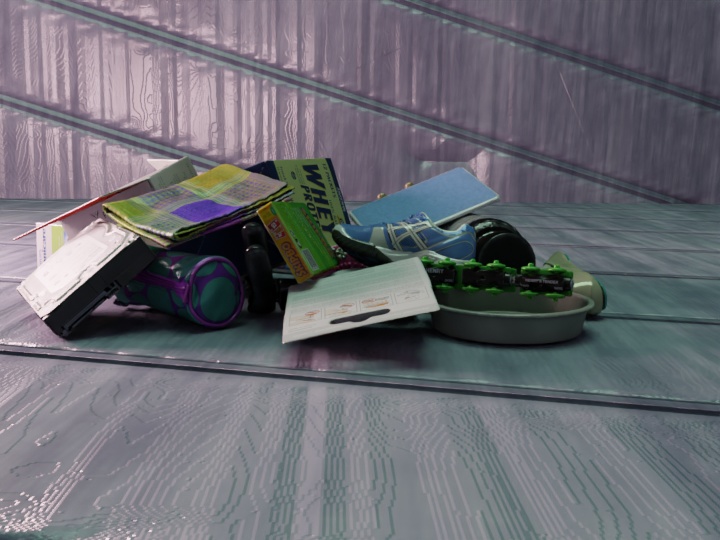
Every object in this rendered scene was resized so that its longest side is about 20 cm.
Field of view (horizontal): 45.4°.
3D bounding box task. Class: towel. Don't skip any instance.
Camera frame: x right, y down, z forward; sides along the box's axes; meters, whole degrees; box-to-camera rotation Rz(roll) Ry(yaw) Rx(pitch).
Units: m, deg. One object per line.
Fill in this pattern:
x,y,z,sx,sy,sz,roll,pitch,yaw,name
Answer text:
-0.194,-0.085,1.048,0.143,0.023,0.199,23,35,37,towel

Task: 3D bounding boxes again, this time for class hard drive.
-0.330,0.002,1.017,0.140,0.038,0.199,-44,28,-15,hard drive

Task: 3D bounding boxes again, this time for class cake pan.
0.170,0.049,1.001,0.198,0.037,0.200,1,8,0,cake pan

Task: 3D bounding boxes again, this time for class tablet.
0.093,-0.094,1.275,0.198,0.014,0.130,-22,34,-12,tablet

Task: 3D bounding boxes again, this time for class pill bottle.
0.169,-0.021,1.221,0.111,0.113,0.200,-1,9,-13,pill bottle

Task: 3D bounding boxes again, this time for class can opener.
-0.116,-0.004,1.021,0.078,0.064,0.200,-18,-25,-5,can opener

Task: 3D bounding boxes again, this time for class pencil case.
-0.229,0.015,1.045,0.199,0.086,0.092,9,-1,44,pencil case

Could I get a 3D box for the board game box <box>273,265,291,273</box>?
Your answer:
-0.071,-0.019,1.453,0.198,0.035,0.134,5,9,27,board game box

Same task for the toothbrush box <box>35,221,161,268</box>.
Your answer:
-0.393,-0.034,1.363,0.198,0.087,0.145,5,9,35,toothbrush box

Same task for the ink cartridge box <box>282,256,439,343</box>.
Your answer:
0.001,0.045,0.915,0.158,0.048,0.200,-12,16,1,ink cartridge box

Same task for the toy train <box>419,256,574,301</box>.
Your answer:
0.154,0.009,1.012,0.198,0.042,0.056,4,-1,25,toy train

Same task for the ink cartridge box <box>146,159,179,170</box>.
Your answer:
-0.280,-0.092,1.423,0.116,0.068,0.200,9,-32,47,ink cartridge box

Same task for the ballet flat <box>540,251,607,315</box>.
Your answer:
0.266,0.018,1.148,0.069,0.070,0.200,0,8,-3,ballet flat

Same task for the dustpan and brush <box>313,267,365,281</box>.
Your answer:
0.016,0.027,1.128,0.138,0.058,0.200,4,16,13,dustpan and brush

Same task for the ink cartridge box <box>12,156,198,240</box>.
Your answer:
-0.342,-0.081,1.165,0.199,0.045,0.176,-17,15,35,ink cartridge box

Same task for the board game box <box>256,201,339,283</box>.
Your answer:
-0.071,-0.038,1.059,0.030,0.096,0.200,-30,0,11,board game box

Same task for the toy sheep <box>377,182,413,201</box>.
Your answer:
0.075,-0.061,1.379,0.136,0.140,0.200,0,-11,-2,toy sheep

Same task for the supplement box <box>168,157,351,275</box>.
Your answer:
-0.148,-0.068,1.255,0.198,0.136,0.199,-17,1,25,supplement box

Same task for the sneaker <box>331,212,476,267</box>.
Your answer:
0.059,-0.036,1.128,0.198,0.078,0.076,13,-11,15,sneaker

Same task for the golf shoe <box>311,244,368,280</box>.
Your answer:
0.000,0.000,1.262,0.198,0.076,0.091,-3,-7,-35,golf shoe
